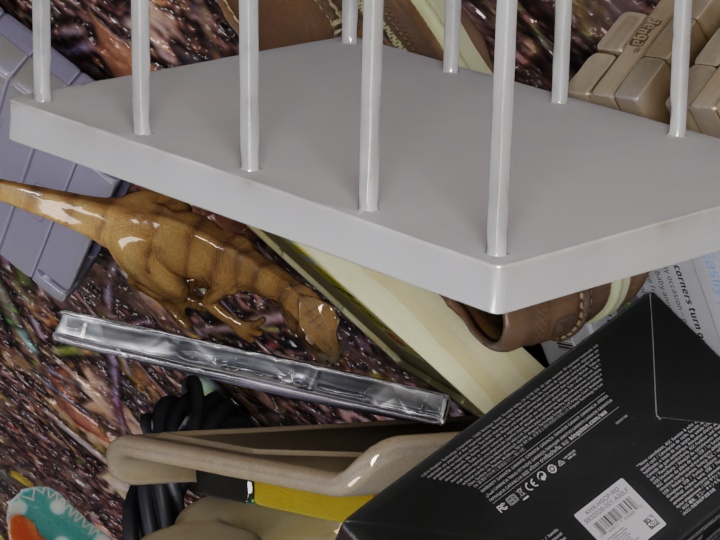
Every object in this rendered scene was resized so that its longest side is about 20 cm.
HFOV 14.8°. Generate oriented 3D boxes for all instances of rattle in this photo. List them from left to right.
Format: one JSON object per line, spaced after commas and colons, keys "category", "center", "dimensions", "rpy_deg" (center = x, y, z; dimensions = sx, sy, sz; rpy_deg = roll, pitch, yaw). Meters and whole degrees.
{"category": "rattle", "center": [-0.050, 0.156, 1.146], "dimensions": [0.130, 0.200, 0.143], "rpy_deg": [45, 136, 49]}

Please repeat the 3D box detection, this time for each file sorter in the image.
{"category": "file sorter", "center": [0.017, -0.083, 0.769], "dimensions": [0.200, 0.139, 0.125], "rpy_deg": [20, 116, 43]}

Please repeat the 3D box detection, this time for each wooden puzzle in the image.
{"category": "wooden puzzle", "center": [0.023, 0.079, 1.097], "dimensions": [0.185, 0.037, 0.200], "rpy_deg": [-1, 178, -34]}

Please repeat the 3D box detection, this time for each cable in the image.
{"category": "cable", "center": [-0.081, 0.148, 1.374], "dimensions": [0.051, 0.163, 0.200], "rpy_deg": [8, 144, 26]}

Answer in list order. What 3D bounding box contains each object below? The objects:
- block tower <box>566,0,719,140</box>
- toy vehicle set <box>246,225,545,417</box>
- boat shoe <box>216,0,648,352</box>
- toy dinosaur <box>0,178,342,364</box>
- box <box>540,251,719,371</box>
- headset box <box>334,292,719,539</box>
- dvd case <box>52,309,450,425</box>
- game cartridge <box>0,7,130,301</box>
{"category": "block tower", "center": [0.154, -0.042, 0.790], "dimensions": [0.200, 0.054, 0.058], "rpy_deg": [13, 147, 45]}
{"category": "toy vehicle set", "center": [0.000, 0.000, 1.055], "dimensions": [0.124, 0.027, 0.200], "rpy_deg": [43, 177, -11]}
{"category": "boat shoe", "center": [0.005, -0.052, 0.921], "dimensions": [0.202, 0.075, 0.075], "rpy_deg": [43, 145, 23]}
{"category": "toy dinosaur", "center": [-0.093, -0.017, 1.157], "dimensions": [0.200, 0.061, 0.106], "rpy_deg": [18, 174, 7]}
{"category": "box", "center": [0.142, 0.036, 0.924], "dimensions": [0.200, 0.041, 0.156], "rpy_deg": [8, 127, 52]}
{"category": "headset box", "center": [0.049, 0.119, 0.951], "dimensions": [0.075, 0.149, 0.200], "rpy_deg": [45, 149, 17]}
{"category": "dvd case", "center": [-0.047, 0.039, 1.112], "dimensions": [0.148, 0.016, 0.200], "rpy_deg": [12, 178, -4]}
{"category": "game cartridge", "center": [-0.164, -0.063, 1.265], "dimensions": [0.130, 0.038, 0.200], "rpy_deg": [42, 158, 2]}
